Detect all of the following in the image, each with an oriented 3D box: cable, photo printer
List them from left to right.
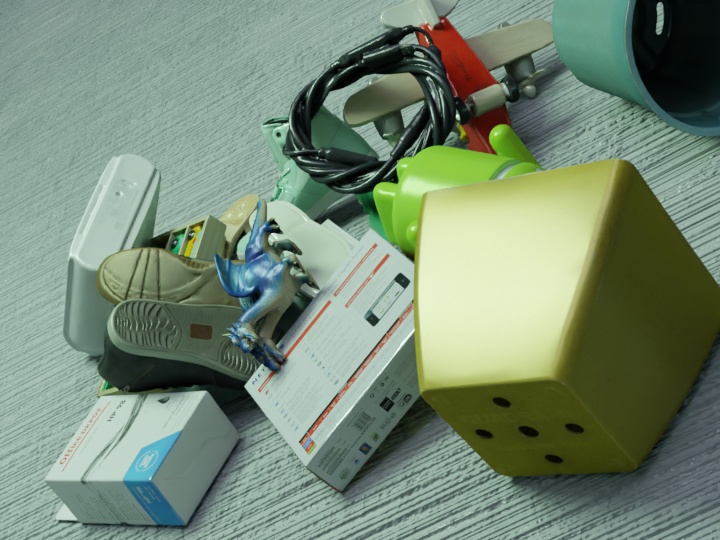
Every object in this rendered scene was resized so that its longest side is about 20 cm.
[{"bbox_3d":[-0.284,-0.009,1.810,0.069,0.201,0.168,18,53,-1],"label":"photo printer"},{"bbox_3d":[0.008,-0.156,1.666,0.198,0.051,0.165,-24,68,17],"label":"cable"}]

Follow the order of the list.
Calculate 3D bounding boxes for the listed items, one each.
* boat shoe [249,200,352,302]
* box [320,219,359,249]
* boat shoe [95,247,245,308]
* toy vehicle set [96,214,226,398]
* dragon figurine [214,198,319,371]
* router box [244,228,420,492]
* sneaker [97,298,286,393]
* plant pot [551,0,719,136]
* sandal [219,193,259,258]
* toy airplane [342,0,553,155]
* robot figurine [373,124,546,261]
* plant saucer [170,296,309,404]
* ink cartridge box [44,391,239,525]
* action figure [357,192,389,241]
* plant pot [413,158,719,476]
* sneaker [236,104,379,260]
[{"bbox_3d":[-0.052,-0.005,1.639,0.072,0.062,0.200,-29,38,-14],"label":"boat shoe"},{"bbox_3d":[0.000,0.000,1.640,0.041,0.039,0.200,-39,30,-9],"label":"box"},{"bbox_3d":[-0.174,0.021,1.638,0.198,0.065,0.074,7,75,15],"label":"boat shoe"},{"bbox_3d":[-0.215,0.044,1.723,0.124,0.026,0.202,-19,48,48],"label":"toy vehicle set"},{"bbox_3d":[-0.105,0.005,1.548,0.099,0.059,0.201,-33,50,5],"label":"dragon figurine"},{"bbox_3d":[-0.003,0.077,1.470,0.201,0.049,0.179,-51,30,2],"label":"router box"},{"bbox_3d":[-0.162,0.087,1.593,0.106,0.198,0.076,124,157,-56],"label":"sneaker"},{"bbox_3d":[0.297,-0.244,1.562,0.200,0.201,0.196,-39,22,-10],"label":"plant pot"},{"bbox_3d":[-0.184,-0.030,1.833,0.077,0.070,0.213,-9,37,39],"label":"sandal"},{"bbox_3d":[0.099,-0.211,1.745,0.198,0.142,0.201,14,61,12],"label":"toy airplane"},{"bbox_3d":[0.111,-0.053,1.511,0.198,0.117,0.176,14,46,36],"label":"robot figurine"},{"bbox_3d":[-0.132,0.059,1.687,0.199,0.039,0.202,-25,31,16],"label":"plant saucer"},{"bbox_3d":[-0.230,0.186,1.572,0.198,0.067,0.116,-7,40,40],"label":"ink cartridge box"},{"bbox_3d":[0.042,-0.081,1.700,0.118,0.055,0.200,-39,23,-4],"label":"action figure"},{"bbox_3d":[0.154,0.054,1.272,0.198,0.200,0.178,-8,50,38],"label":"plant pot"},{"bbox_3d":[-0.088,-0.104,1.772,0.200,0.118,0.074,-41,11,15],"label":"sneaker"}]
